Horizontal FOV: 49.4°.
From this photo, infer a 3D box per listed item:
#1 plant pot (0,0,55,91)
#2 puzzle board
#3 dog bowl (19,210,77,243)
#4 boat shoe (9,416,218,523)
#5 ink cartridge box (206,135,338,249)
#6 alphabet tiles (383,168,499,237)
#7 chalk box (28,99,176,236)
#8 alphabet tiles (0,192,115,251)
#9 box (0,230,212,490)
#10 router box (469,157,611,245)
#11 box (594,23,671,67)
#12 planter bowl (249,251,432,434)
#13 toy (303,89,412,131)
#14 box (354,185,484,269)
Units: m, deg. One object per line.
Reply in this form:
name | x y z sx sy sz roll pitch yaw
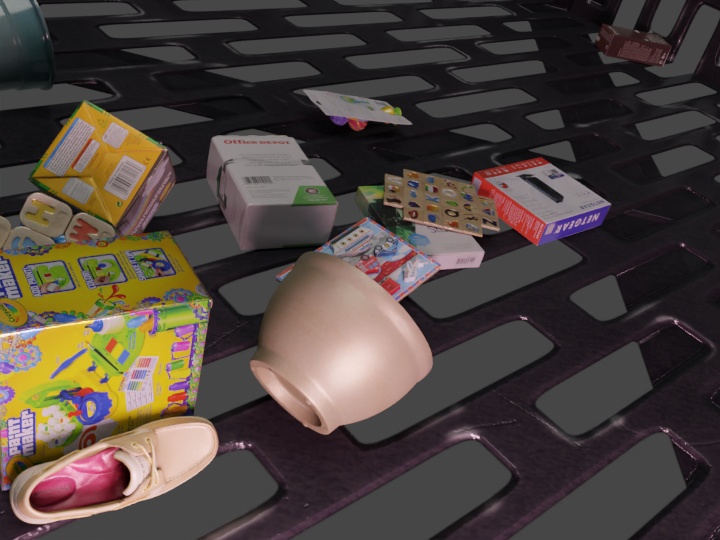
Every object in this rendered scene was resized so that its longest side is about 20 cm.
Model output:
plant pot | -0.642 -0.375 1.290 0.196 0.200 0.200 -25 51 -34
puzzle board | 0.000 0.000 1.130 0.151 0.017 0.200 35 49 25
dog bowl | -0.368 -0.006 0.948 0.050 0.112 0.200 12 29 -40
boat shoe | -0.222 0.191 0.740 0.200 0.069 0.074 -17 88 -29
ink cartridge box | -0.143 -0.126 1.218 0.146 0.084 0.200 -4 39 -27
alphabet tiles | 0.136 -0.116 1.325 0.200 0.006 0.167 12 35 -6
chalk box | -0.332 -0.118 1.046 0.124 0.200 0.125 30 78 -4
alphabet tiles | -0.350 0.023 0.842 0.195 0.200 0.015 28 -7 -23
box | -0.269 0.085 0.775 0.192 0.200 0.122 -9 42 -33
router box | 0.330 -0.132 1.446 0.200 0.049 0.179 -17 46 -38
box | 0.836 -0.692 2.407 0.200 0.075 0.100 5 36 -12
planter bowl | -0.039 0.096 0.883 0.200 0.200 0.135 33 65 24
toy | -0.009 -0.309 1.562 0.200 0.047 0.115 -3 35 -31
box | 0.093 -0.073 1.282 0.144 0.036 0.200 -4 38 -27
